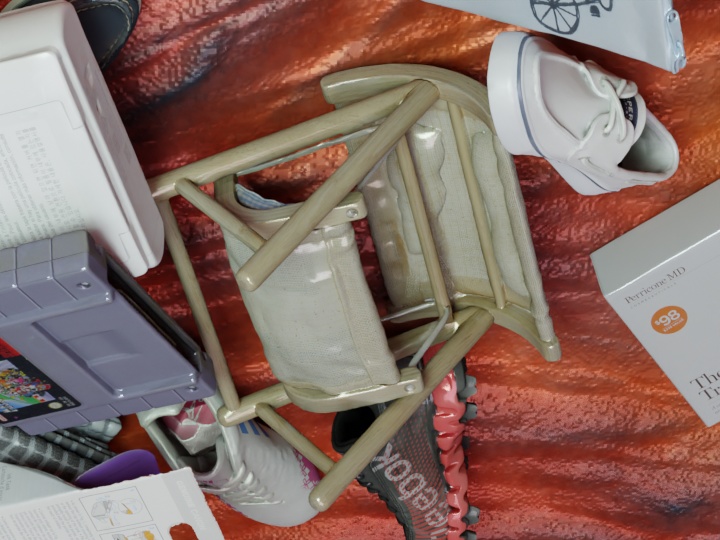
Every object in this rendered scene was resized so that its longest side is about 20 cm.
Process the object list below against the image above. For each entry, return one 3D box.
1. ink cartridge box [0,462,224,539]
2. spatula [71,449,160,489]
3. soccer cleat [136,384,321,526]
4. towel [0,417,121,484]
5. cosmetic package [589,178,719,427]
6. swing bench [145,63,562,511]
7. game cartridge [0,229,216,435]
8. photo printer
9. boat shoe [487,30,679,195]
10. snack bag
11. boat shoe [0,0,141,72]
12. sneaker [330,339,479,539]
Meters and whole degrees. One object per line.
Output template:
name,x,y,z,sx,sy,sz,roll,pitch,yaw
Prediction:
ink cartridge box,-0.179,0.181,1.374,0.199,0.050,0.161,-15,132,7
spatula,-0.150,0.170,1.432,0.056,0.021,0.200,-29,156,-12
soccer cleat,-0.090,0.127,1.434,0.070,0.086,0.200,-30,128,15
towel,-0.267,0.154,1.428,0.165,0.086,0.200,27,120,-28
cosmetic package,0.274,-0.001,1.416,0.200,0.052,0.151,-31,124,16
swing bench,0.000,0.000,1.310,0.200,0.130,0.199,-32,132,-20
game cartridge,-0.175,0.042,1.227,0.129,0.038,0.200,-17,153,10
photo printer,-0.228,-0.052,1.196,0.199,0.070,0.167,-13,125,11
boat shoe,0.133,-0.093,1.259,0.065,0.074,0.200,-2,171,26
snack bag,0.085,-0.207,1.148,0.021,0.200,0.189,-42,137,-32
boat shoe,-0.206,-0.100,1.245,0.200,0.062,0.075,-31,128,16
sneaker,0.030,0.127,1.466,0.098,0.071,0.201,-8,128,-4
